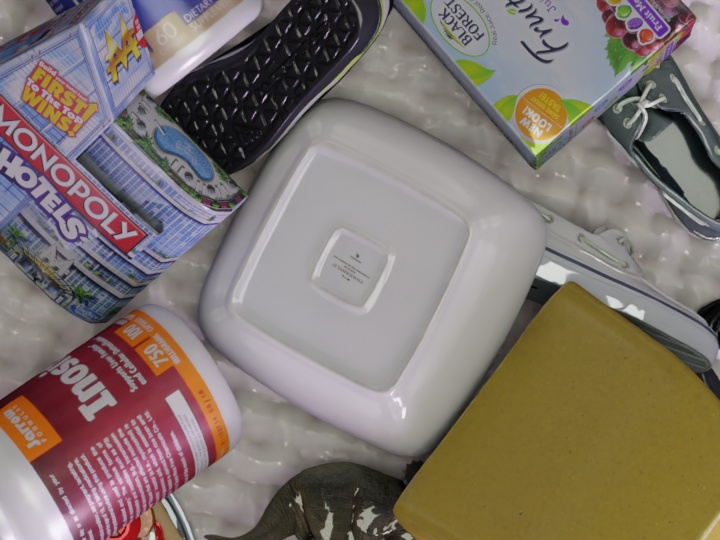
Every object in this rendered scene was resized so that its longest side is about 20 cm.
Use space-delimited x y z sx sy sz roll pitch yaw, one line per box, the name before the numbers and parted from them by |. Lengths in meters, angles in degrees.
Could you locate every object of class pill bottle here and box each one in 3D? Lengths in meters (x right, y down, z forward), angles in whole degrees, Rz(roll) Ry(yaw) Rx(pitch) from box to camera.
pill bottle | -0.183 0.118 1.547 0.199 0.113 0.113 -35 99 -20
pill bottle | -0.162 -0.215 1.545 0.115 0.116 0.200 -38 98 -3

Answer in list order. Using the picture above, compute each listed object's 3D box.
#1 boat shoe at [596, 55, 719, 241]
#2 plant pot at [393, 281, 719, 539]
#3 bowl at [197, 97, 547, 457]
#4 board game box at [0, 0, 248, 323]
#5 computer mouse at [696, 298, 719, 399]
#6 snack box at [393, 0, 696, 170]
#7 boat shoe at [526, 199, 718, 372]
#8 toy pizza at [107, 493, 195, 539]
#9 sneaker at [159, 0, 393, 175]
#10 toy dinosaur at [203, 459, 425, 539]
boat shoe | 0.199 -0.105 1.630 0.073 0.062 0.201 -36 98 -2
plant pot | 0.184 0.163 1.541 0.195 0.200 0.195 -52 129 -7
bowl | 0.000 0.000 1.573 0.199 0.075 0.201 29 92 14
board game box | -0.179 -0.078 1.523 0.200 0.062 0.200 44 130 -8
computer mouse | 0.315 0.087 1.670 0.140 0.046 0.201 -30 98 -6
snack box | 0.102 -0.189 1.591 0.142 0.053 0.200 -41 82 -2
boat shoe | 0.158 -0.001 1.626 0.199 0.074 0.067 26 69 -8
toy pizza | -0.205 0.210 1.615 0.198 0.032 0.202 -1 95 -8
sneaker | -0.048 -0.128 1.583 0.199 0.083 0.072 -34 91 27
toy dinosaur | -0.006 0.170 1.629 0.198 0.077 0.103 5 82 -4
